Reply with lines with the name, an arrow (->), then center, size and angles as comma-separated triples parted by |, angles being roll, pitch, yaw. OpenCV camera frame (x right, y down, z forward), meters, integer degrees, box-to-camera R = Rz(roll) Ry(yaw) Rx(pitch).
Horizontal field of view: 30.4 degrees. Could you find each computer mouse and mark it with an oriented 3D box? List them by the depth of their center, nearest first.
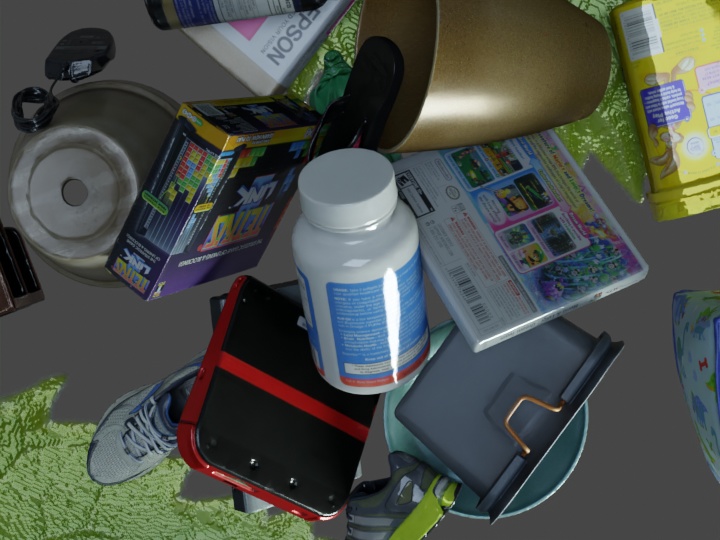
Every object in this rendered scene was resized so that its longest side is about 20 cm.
computer mouse -> -0.267, -0.168, 1.200 | 0.058, 0.201, 0.034 | 3, 123, 9

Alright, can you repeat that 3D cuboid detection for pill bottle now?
pill bottle -> -0.088, -0.274, 1.140 | 0.197, 0.112, 0.113 | -8, 96, 2
pill bottle -> 0.000, 0.000, 1.156 | 0.111, 0.113, 0.202 | -6, 129, 3

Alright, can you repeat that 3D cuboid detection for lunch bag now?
lunch bag -> 0.360, 0.124, 1.216 | 0.126, 0.170, 0.203 | -2, 96, 3

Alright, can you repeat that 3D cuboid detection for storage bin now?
storage bin -> 0.127, 0.108, 1.210 | 0.134, 0.145, 0.201 | 36, 96, 8

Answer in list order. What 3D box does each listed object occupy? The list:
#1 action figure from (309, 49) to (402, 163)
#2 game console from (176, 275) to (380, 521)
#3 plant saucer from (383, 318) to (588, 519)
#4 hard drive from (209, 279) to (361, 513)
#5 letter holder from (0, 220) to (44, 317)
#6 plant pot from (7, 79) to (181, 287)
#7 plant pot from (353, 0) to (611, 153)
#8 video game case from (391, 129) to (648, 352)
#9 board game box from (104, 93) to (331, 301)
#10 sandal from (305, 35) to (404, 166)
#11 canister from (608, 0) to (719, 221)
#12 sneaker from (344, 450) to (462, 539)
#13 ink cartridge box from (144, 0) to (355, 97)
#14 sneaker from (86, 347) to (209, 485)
action figure -> -0.003, -0.112, 1.259 | 0.117, 0.055, 0.202 | -13, 89, 5
game console -> -0.068, 0.123, 1.226 | 0.199, 0.031, 0.179 | 32, 66, -36
plant saucer -> 0.121, 0.139, 1.293 | 0.197, 0.036, 0.203 | 0, 96, 2
hard drive -> -0.070, 0.113, 1.260 | 0.138, 0.033, 0.203 | -11, 98, -38
letter holder -> -0.428, 0.000, 1.264 | 0.198, 0.101, 0.144 | -20, 94, 4
plant pot -> -0.242, -0.076, 1.212 | 0.197, 0.174, 0.203 | 0, 96, 3
plant pot -> 0.117, -0.189, 1.191 | 0.198, 0.186, 0.189 | 4, 97, -22
video game case -> 0.133, -0.042, 1.199 | 0.180, 0.024, 0.201 | -22, 62, -17
board game box -> -0.121, -0.070, 1.176 | 0.056, 0.200, 0.166 | 34, 111, 15
sandal -> -0.017, -0.116, 1.175 | 0.075, 0.045, 0.201 | 48, 133, 36
canister -> 0.321, -0.162, 1.227 | 0.147, 0.087, 0.202 | -14, 95, 3
sneaker -> 0.013, 0.251, 1.283 | 0.081, 0.074, 0.200 | 43, 111, 8
ink cartridge box -> -0.086, -0.283, 1.232 | 0.164, 0.075, 0.201 | 39, 96, -1
sneaker -> -0.191, 0.140, 1.278 | 0.199, 0.085, 0.077 | -39, 94, 6
